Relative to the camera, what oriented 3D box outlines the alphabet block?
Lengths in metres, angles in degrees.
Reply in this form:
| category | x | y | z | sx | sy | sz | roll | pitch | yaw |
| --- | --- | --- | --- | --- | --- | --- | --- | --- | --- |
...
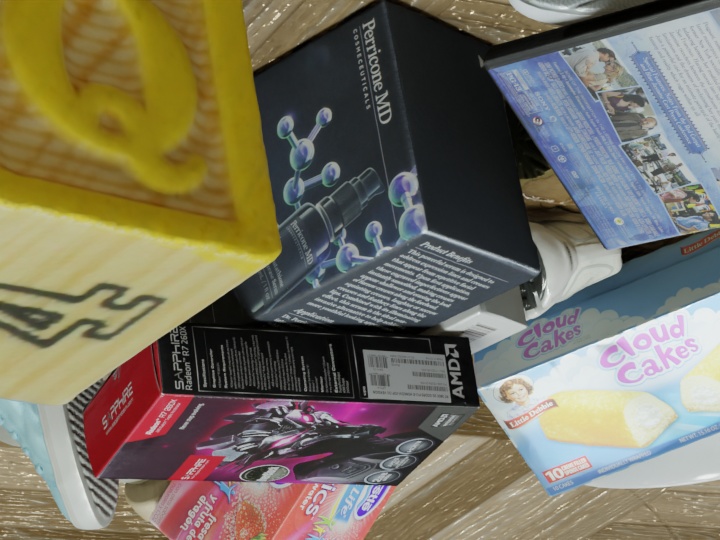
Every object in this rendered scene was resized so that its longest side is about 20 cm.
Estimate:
| category | x | y | z | sx | sy | sz | roll | pitch | yaw |
| --- | --- | --- | --- | --- | --- | --- | --- | --- | --- |
| alphabet block | -0.183 | -0.062 | 1.240 | 0.196 | 0.196 | 0.200 | 10 | 148 | -40 |

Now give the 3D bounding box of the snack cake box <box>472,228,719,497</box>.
| category | x | y | z | sx | sy | sz | roll | pitch | yaw |
| --- | --- | --- | --- | --- | --- | --- | --- | --- | --- |
| snack cake box | 0.186 | 0.058 | 1.598 | 0.200 | 0.067 | 0.115 | -23 | 127 | 18 |

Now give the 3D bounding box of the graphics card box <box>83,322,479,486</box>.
| category | x | y | z | sx | sy | sz | roll | pitch | yaw |
| --- | --- | --- | --- | --- | --- | --- | --- | --- | --- |
| graphics card box | -0.046 | 0.079 | 1.405 | 0.200 | 0.051 | 0.125 | 3 | 152 | -25 |

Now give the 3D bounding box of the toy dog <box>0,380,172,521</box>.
| category | x | y | z | sx | sy | sz | roll | pitch | yaw |
| --- | --- | --- | --- | --- | --- | --- | --- | --- | --- |
| toy dog | -0.180 | 0.092 | 1.676 | 0.200 | 0.096 | 0.132 | 27 | 154 | 32 |

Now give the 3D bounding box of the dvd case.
| category | x | y | z | sx | sy | sz | roll | pitch | yaw |
| --- | --- | --- | --- | --- | --- | --- | --- | --- | --- |
| dvd case | 0.179 | -0.082 | 1.270 | 0.200 | 0.018 | 0.143 | -12 | 126 | 38 |

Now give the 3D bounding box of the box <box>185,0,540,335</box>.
| category | x | y | z | sx | sy | sz | roll | pitch | yaw |
| --- | --- | --- | --- | --- | --- | --- | --- | --- | --- |
| box | -0.015 | -0.037 | 1.405 | 0.200 | 0.149 | 0.107 | -27 | 150 | 33 |

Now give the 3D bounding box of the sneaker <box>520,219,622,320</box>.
| category | x | y | z | sx | sy | sz | roll | pitch | yaw |
| --- | --- | --- | --- | --- | --- | --- | --- | --- | --- |
| sneaker | 0.095 | 0.002 | 1.584 | 0.081 | 0.075 | 0.200 | -16 | -176 | -29 |

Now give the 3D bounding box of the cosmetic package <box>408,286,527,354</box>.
| category | x | y | z | sx | sy | sz | roll | pitch | yaw |
| --- | --- | --- | --- | --- | --- | --- | --- | --- | --- |
| cosmetic package | 0.000 | 0.000 | 1.489 | 0.200 | 0.151 | 0.052 | -27 | 152 | 34 |

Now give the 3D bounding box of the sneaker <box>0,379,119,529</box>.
| category | x | y | z | sx | sy | sz | roll | pitch | yaw |
| --- | --- | --- | --- | --- | --- | --- | --- | --- | --- |
| sneaker | -0.215 | 0.074 | 1.541 | 0.082 | 0.200 | 0.074 | -17 | -178 | 21 |

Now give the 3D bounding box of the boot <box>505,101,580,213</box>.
| category | x | y | z | sx | sy | sz | roll | pitch | yaw |
| --- | --- | --- | --- | --- | --- | --- | --- | --- | --- |
| boot | 0.182 | -0.077 | 1.502 | 0.200 | 0.066 | 0.175 | 2 | 165 | -22 |

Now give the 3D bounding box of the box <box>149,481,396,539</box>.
| category | x | y | z | sx | sy | sz | roll | pitch | yaw |
| --- | --- | --- | --- | --- | --- | --- | --- | --- | --- |
| box | -0.033 | 0.115 | 1.605 | 0.200 | 0.095 | 0.103 | -58 | 146 | 5 |

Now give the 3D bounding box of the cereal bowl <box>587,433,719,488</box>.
| category | x | y | z | sx | sy | sz | roll | pitch | yaw |
| --- | --- | --- | --- | --- | --- | --- | --- | --- | --- |
| cereal bowl | 0.246 | 0.105 | 1.873 | 0.200 | 0.083 | 0.200 | -6 | 162 | -2 |

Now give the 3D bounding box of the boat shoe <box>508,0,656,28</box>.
| category | x | y | z | sx | sy | sz | roll | pitch | yaw |
| --- | --- | --- | --- | --- | --- | --- | --- | --- | --- |
| boat shoe | 0.175 | -0.164 | 1.298 | 0.200 | 0.072 | 0.062 | -11 | 161 | 0 |

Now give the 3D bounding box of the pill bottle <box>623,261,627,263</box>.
| category | x | y | z | sx | sy | sz | roll | pitch | yaw |
| --- | --- | --- | --- | --- | --- | --- | --- | --- | --- |
| pill bottle | 0.211 | 0.048 | 1.716 | 0.200 | 0.112 | 0.112 | -2 | 154 | -18 |
